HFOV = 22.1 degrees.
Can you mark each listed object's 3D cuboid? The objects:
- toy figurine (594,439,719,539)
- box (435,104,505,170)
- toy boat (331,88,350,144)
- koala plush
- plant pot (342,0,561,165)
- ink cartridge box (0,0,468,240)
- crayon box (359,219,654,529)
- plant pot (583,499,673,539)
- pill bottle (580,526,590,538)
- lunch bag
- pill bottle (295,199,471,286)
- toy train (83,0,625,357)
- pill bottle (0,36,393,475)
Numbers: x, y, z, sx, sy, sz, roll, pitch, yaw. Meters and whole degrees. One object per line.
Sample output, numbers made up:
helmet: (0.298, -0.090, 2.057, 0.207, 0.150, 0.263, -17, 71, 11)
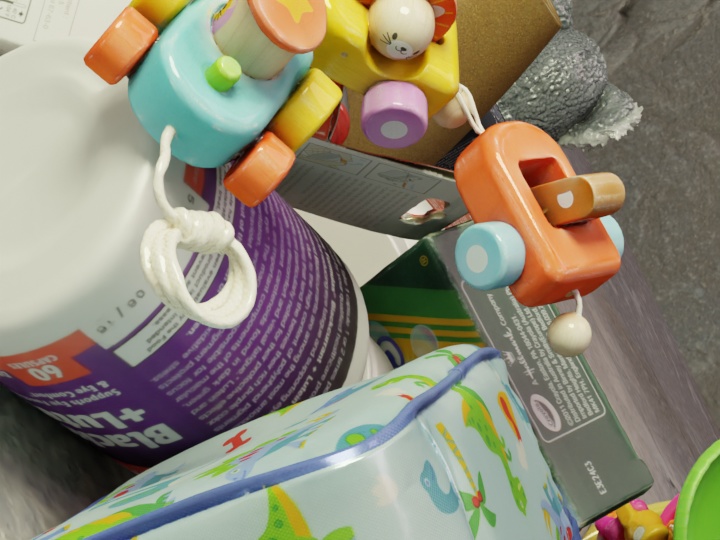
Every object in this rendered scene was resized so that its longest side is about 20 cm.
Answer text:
toy figurine: (0.089, 0.160, 0.789, 0.150, 0.184, 0.200, 25, 75, -31)
box: (0.030, -0.130, 1.387, 0.149, 0.107, 0.200, 66, 14, 21)
toy boat: (-0.045, -0.158, 0.952, 0.200, 0.131, 0.131, 58, 11, -23)
koala plush: (0.125, -0.135, 1.562, 0.178, 0.200, 0.184, 62, 12, 7)
plant pot: (0.015, -0.137, 1.124, 0.187, 0.200, 0.186, 57, 12, -19)
ink cartridge box: (-0.050, -0.068, 0.691, 0.109, 0.199, 0.050, 148, -44, -73)
crayon box: (0.016, 0.077, 0.779, 0.052, 0.200, 0.126, -20, 78, -41)
plant pot: (0.187, 0.254, 0.977, 0.201, 0.200, 0.189, -99, 171, -59)
pill bottle: (0.074, 0.103, 1.003, 0.117, 0.116, 0.200, 59, 12, -3)
lunch bag: (-0.029, 0.087, 0.526, 0.200, 0.160, 0.083, -19, 88, -77)
pill bottle: (0.000, 0.000, 0.951, 0.112, 0.112, 0.200, 61, 12, 2)
toy train: (0.012, -0.045, 0.587, 0.200, 0.056, 0.151, -2, 62, -45)
pill bottle: (-0.065, 0.015, 0.654, 0.200, 0.111, 0.112, 45, 20, -50)
